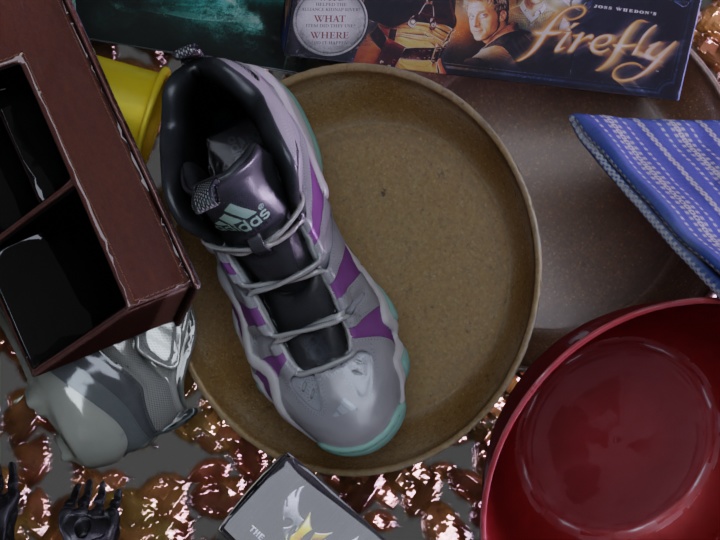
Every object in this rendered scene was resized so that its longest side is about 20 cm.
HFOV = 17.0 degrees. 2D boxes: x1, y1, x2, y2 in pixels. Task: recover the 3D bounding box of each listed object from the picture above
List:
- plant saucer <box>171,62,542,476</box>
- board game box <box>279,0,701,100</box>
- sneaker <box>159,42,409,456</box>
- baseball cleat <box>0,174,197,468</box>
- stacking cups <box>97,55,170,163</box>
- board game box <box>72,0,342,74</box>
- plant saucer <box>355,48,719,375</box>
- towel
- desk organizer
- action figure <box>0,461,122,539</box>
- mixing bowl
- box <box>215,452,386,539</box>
[{"bbox_3d":[0.000,0.000,1.179,0.200,0.035,0.200,-1,88,24],"label":"plant saucer"},{"bbox_3d":[0.069,-0.160,1.166,0.200,0.035,0.136,5,116,-9],"label":"board game box"},{"bbox_3d":[-0.046,-0.010,1.098,0.078,0.140,0.200,-27,78,7],"label":"sneaker"},{"bbox_3d":[-0.145,-0.006,1.184,0.106,0.070,0.200,-27,94,-1],"label":"baseball cleat"},{"bbox_3d":[-0.197,-0.101,1.199,0.200,0.061,0.061,17,79,-2],"label":"stacking cups"},{"bbox_3d":[-0.084,-0.172,1.198,0.200,0.028,0.135,9,117,-1],"label":"board game box"},{"bbox_3d":[0.095,-0.044,1.228,0.200,0.037,0.201,1,80,-6],"label":"plant saucer"},{"bbox_3d":[0.213,-0.032,1.162,0.200,0.024,0.145,-1,39,-37],"label":"towel"},{"bbox_3d":[-0.153,-0.058,1.124,0.077,0.072,0.200,-22,80,-17],"label":"desk organizer"},{"bbox_3d":[-0.116,0.177,1.130,0.119,0.200,0.102,0,40,19],"label":"action figure"},{"bbox_3d":[0.140,0.095,1.155,0.200,0.108,0.200,-3,106,-12],"label":"mixing bowl"},{"bbox_3d":[0.020,0.172,1.121,0.200,0.158,0.048,42,81,4],"label":"box"}]
